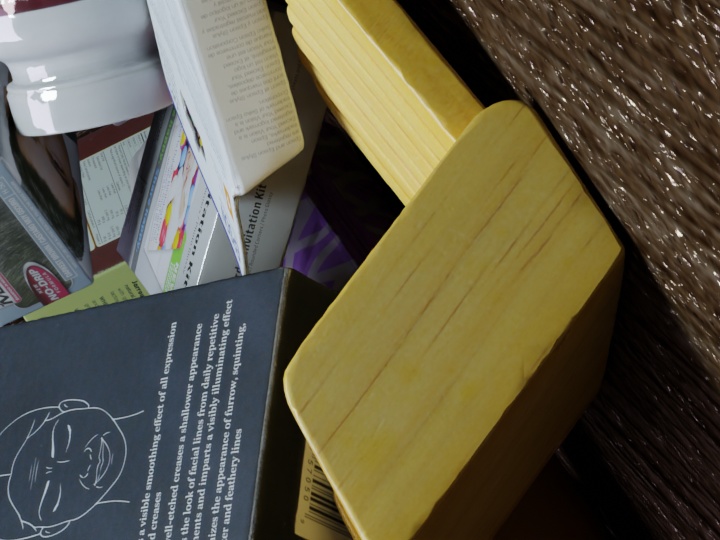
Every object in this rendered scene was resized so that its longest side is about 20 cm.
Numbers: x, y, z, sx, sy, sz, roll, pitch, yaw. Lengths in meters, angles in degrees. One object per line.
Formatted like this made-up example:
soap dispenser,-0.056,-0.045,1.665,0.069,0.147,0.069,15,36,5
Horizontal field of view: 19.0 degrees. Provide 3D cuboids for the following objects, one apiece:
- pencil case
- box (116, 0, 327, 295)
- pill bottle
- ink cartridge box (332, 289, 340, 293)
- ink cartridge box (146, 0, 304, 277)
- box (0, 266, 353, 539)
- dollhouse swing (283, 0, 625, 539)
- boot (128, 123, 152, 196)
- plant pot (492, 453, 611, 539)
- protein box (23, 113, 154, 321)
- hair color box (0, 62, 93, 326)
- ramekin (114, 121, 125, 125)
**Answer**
pencil case,0.000,0.000,1.117,0.200,0.083,0.086,53,151,37
box,-0.068,-0.058,1.057,0.041,0.157,0.200,14,-171,-19
pill bottle,-0.152,-0.173,1.056,0.113,0.112,0.202,-140,37,-73
ink cartridge box,-0.016,0.071,0.998,0.199,0.120,0.042,12,165,45
ink cartridge box,-0.072,-0.128,0.922,0.200,0.040,0.201,-116,11,-54
box,-0.081,0.099,0.934,0.107,0.199,0.150,30,-121,-45
dollhouse swing,-0.005,0.008,0.781,0.175,0.182,0.200,36,170,12
boot,-0.069,-0.014,1.250,0.096,0.073,0.201,-52,56,41
plant pot,0.065,0.190,1.031,0.200,0.199,0.184,91,157,-81
protein box,-0.126,0.001,1.518,0.199,0.199,0.135,64,-179,-47
hair color box,-0.197,-0.078,1.150,0.201,0.060,0.099,-104,-14,-46
ramekin,-0.148,-0.193,1.217,0.201,0.105,0.200,57,175,7
